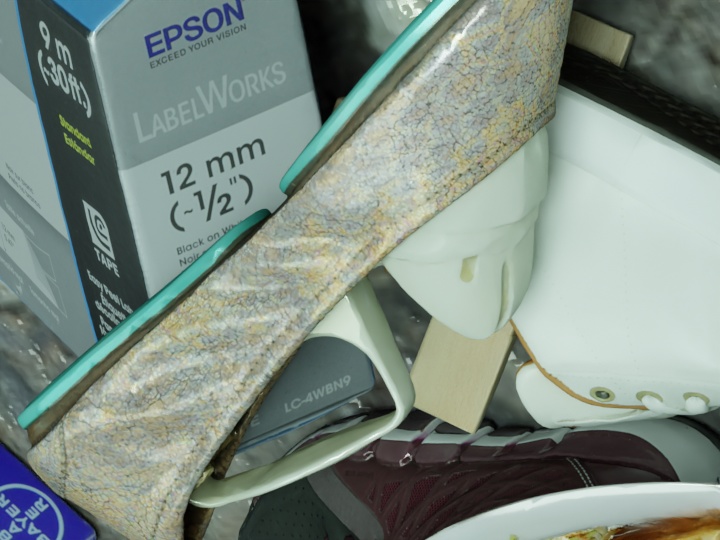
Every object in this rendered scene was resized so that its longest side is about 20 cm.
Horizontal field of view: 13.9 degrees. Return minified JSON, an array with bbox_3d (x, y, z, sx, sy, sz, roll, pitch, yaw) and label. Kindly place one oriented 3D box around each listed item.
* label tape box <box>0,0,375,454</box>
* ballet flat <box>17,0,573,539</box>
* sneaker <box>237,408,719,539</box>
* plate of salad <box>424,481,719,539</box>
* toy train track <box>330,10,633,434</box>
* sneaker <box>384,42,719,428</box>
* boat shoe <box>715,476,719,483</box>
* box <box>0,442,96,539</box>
[{"bbox_3d":[-0.070,-0.067,0.799,0.143,0.066,0.201,39,149,52],"label":"label tape box"},{"bbox_3d":[0.000,0.000,0.713,0.067,0.068,0.200,47,118,1],"label":"ballet flat"},{"bbox_3d":[0.012,0.096,0.855,0.200,0.115,0.076,-14,111,45],"label":"sneaker"},{"bbox_3d":[0.088,0.124,0.709,0.199,0.048,0.200,7,136,7],"label":"plate of salad"},{"bbox_3d":[0.082,0.003,0.782,0.199,0.033,0.115,25,103,15],"label":"toy train track"},{"bbox_3d":[0.094,0.015,0.730,0.200,0.073,0.085,30,107,25],"label":"sneaker"},{"bbox_3d":[0.105,0.125,0.795,0.067,0.074,0.200,-20,131,7],"label":"boat shoe"},{"bbox_3d":[-0.227,0.109,1.006,0.184,0.200,0.105,41,138,8],"label":"box"}]
